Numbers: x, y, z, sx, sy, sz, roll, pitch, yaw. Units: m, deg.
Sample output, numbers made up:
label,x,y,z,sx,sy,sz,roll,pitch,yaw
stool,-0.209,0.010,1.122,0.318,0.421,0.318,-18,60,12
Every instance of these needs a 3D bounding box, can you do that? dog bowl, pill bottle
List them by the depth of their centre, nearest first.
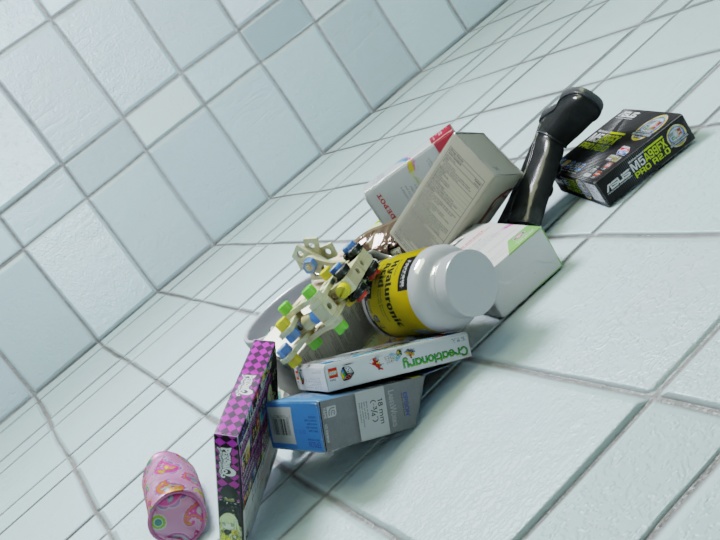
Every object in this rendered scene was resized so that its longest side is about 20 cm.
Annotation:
label,x,y,z,sx,sy,sz,roll,pitch,yaw
pill bottle,0.091,0.026,1.284,0.111,0.112,0.199,-43,14,-26
dog bowl,-0.105,0.091,1.736,0.198,0.079,0.201,-34,15,11

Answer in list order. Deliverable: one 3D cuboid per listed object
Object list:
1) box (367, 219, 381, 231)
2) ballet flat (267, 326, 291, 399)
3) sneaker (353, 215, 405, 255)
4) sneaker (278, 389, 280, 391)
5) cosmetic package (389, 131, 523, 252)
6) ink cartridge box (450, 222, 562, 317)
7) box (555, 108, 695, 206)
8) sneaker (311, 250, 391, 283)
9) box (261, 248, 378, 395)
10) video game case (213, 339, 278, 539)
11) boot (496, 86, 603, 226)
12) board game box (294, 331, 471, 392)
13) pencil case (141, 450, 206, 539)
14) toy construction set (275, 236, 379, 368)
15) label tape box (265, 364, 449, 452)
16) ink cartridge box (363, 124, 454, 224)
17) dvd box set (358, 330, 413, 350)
label,x,y,z,sx,sy,sz,roll,pitch,yaw
box,0.051,-0.071,1.920,0.075,0.050,0.200,-19,24,48
ballet flat,-0.091,0.162,1.423,0.069,0.069,0.203,-30,46,20
sneaker,0.049,-0.041,1.660,0.198,0.071,0.076,-36,20,8
sneaker,-0.097,0.153,1.522,0.199,0.083,0.078,-41,15,-13
cosmetic package,0.145,-0.102,1.515,0.086,0.104,0.201,-9,-38,-49
ink cartridge box,0.181,-0.005,1.388,0.116,0.068,0.200,-39,15,-12
box,0.383,-0.173,1.474,0.159,0.045,0.200,-38,15,1
sneaker,0.000,0.000,1.597,0.196,0.099,0.080,-5,67,25
box,-0.044,0.077,1.376,0.077,0.096,0.200,17,54,40
video game case,-0.141,0.219,1.249,0.035,0.185,0.201,5,30,6
boot,0.279,-0.156,1.467,0.203,0.065,0.165,-64,4,-13
board game box,0.026,0.115,1.250,0.196,0.035,0.126,-11,-1,-21
pencil case,-0.268,0.324,1.409,0.087,0.088,0.200,-38,14,-10
toy construction set,-0.047,0.027,1.296,0.131,0.092,0.202,-39,25,30
label tape box,0.001,0.172,1.236,0.197,0.065,0.143,-10,-1,-32
ink cartridge box,0.122,-0.145,1.792,0.198,0.147,0.083,-34,13,9
dvd box set,0.017,0.073,1.454,0.197,0.030,0.147,12,48,40
